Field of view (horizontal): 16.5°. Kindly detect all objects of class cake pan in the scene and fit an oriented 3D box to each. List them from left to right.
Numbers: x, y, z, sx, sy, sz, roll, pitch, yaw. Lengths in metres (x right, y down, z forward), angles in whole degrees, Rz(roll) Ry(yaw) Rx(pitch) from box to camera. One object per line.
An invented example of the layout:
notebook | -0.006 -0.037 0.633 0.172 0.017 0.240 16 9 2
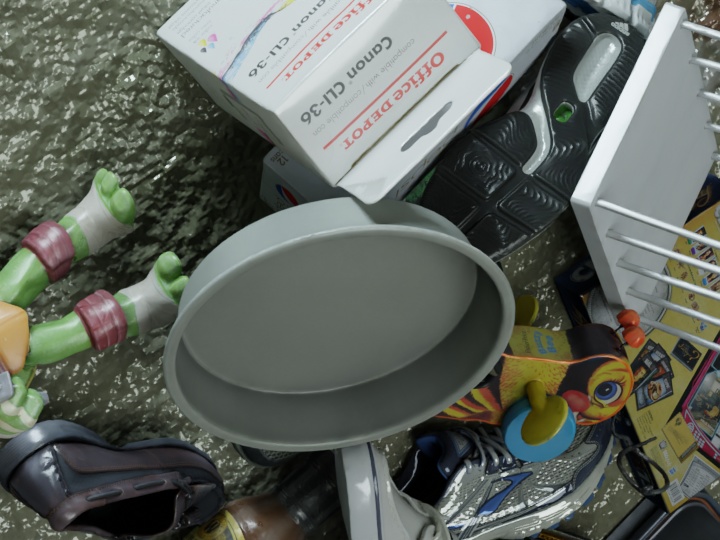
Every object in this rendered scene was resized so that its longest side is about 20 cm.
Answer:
cake pan | -0.014 0.029 1.391 0.200 0.037 0.200 -9 142 -7

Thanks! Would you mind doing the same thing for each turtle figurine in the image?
turtle figurine | -0.198 0.015 1.370 0.194 0.144 0.200 -31 126 -20

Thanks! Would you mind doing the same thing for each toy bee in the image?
toy bee | 0.126 0.060 1.576 0.200 0.131 0.109 5 127 -38

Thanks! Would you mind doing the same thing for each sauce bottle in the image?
sauce bottle | -0.086 0.187 1.559 0.200 0.065 0.065 -41 125 -11

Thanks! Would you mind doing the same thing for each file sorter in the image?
file sorter | 0.226 -0.043 1.520 0.139 0.124 0.200 -64 158 -15

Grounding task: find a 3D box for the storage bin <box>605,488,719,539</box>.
storage bin | 0.225 0.273 1.733 0.200 0.134 0.146 -44 125 -5

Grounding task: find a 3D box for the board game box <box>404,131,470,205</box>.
board game box | 0.000 0.000 1.553 0.105 0.023 0.200 1 110 -33

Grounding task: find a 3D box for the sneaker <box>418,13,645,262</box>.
sneaker | 0.100 -0.056 1.514 0.201 0.076 0.115 -49 170 -23

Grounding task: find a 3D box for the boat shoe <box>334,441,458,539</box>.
boat shoe | 0.029 0.173 1.535 0.066 0.072 0.200 -14 128 0

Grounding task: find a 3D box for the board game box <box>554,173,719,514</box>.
board game box | 0.224 0.051 1.698 0.135 0.035 0.200 -33 123 -14

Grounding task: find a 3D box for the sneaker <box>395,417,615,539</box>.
sneaker | 0.079 0.136 1.627 0.200 0.077 0.085 -33 119 -15

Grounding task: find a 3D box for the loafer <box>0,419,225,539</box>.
loafer | -0.139 0.138 1.466 0.072 0.063 0.200 -44 151 14

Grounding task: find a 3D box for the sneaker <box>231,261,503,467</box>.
sneaker | 0.010 0.053 1.500 0.199 0.114 0.076 -40 123 -7

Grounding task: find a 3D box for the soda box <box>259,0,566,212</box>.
soda box | 0.031 -0.100 1.468 0.200 0.068 0.064 -46 171 -16

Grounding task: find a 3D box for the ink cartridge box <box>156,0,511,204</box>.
ink cartridge box | -0.017 -0.123 1.380 0.116 0.200 0.068 -45 126 -6

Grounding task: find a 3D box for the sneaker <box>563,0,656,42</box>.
sneaker | 0.116 -0.220 1.507 0.200 0.075 0.087 31 79 -38

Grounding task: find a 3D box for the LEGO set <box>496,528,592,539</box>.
LEGO set | 0.143 0.252 1.639 0.116 0.200 0.154 20 91 -21
